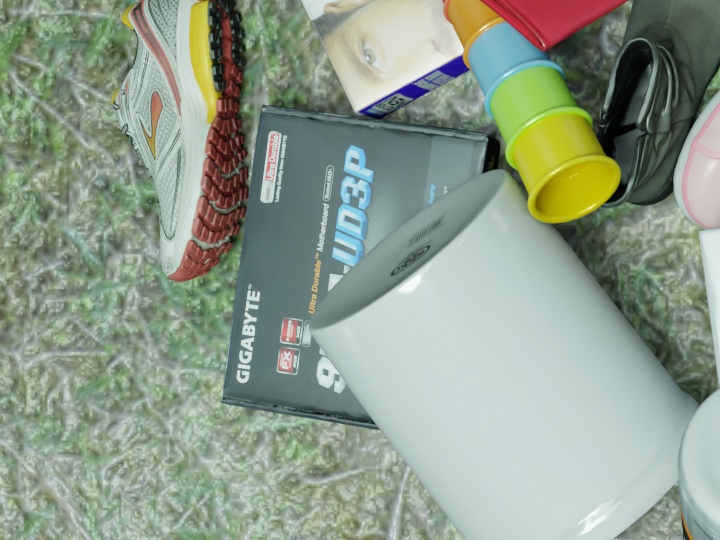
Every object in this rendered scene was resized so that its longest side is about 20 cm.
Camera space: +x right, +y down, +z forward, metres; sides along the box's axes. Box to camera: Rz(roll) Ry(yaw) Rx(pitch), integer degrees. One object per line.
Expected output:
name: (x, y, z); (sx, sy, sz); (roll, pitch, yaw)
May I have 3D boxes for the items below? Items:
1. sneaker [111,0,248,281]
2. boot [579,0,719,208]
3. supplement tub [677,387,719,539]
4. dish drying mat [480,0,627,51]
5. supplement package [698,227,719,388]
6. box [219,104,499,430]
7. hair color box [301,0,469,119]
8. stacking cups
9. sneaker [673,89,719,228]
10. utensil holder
sneaker: (-0.122, -0.091, 1.683); (0.082, 0.078, 0.202); (-4, 78, 18)
boot: (0.188, -0.134, 1.567); (0.067, 0.131, 0.202); (13, 92, 14)
supplement tub: (0.253, 0.159, 1.498); (0.121, 0.201, 0.123); (-5, 54, 7)
dish drying mat: (0.161, -0.204, 1.557); (0.199, 0.018, 0.077); (-32, 59, -27)
supplement package: (0.317, 0.020, 1.536); (0.198, 0.117, 0.118); (-9, 87, 15)
box: (0.000, 0.000, 1.657); (0.158, 0.046, 0.202); (9, 91, 14)
hair color box: (0.065, -0.193, 1.636); (0.199, 0.065, 0.110); (-28, 83, 14)
stacking cups: (0.097, -0.125, 1.534); (0.060, 0.060, 0.201); (-29, 56, 12)
sneaker: (0.281, -0.093, 1.548); (0.200, 0.105, 0.075); (-43, 113, 8)
utensil holder: (0.087, 0.064, 1.539); (0.170, 0.170, 0.200); (-36, 101, 11)
